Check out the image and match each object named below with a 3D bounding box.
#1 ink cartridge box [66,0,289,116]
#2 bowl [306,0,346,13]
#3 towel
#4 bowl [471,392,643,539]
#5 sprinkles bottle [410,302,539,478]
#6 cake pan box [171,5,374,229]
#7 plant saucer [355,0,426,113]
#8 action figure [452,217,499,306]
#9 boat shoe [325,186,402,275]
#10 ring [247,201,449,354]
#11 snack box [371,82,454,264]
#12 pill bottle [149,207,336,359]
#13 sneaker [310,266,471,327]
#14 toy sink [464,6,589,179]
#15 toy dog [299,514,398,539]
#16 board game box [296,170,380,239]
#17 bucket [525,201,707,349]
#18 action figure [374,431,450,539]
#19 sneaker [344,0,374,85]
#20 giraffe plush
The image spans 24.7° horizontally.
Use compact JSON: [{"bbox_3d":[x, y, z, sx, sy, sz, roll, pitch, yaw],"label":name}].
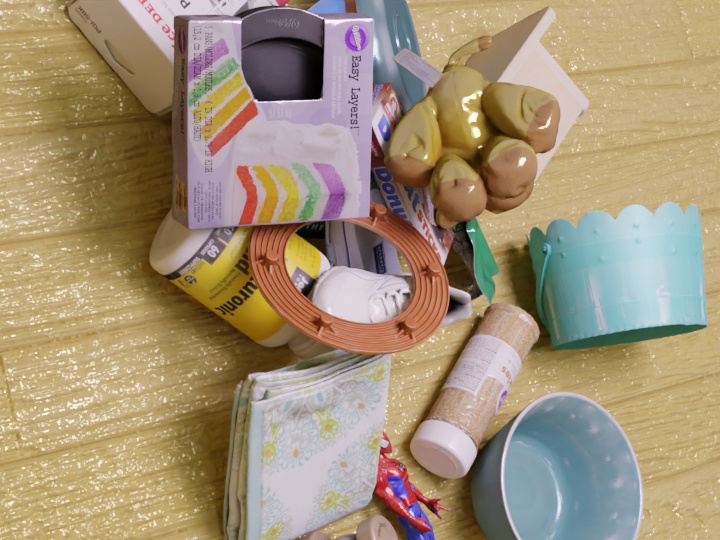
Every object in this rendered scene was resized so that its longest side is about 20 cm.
[{"bbox_3d":[-0.173,-0.276,1.654,0.147,0.083,0.200,50,54,-15],"label":"ink cartridge box"},{"bbox_3d":[-0.092,-0.203,1.618,0.039,0.200,0.201,53,54,-8],"label":"bowl"},{"bbox_3d":[-0.049,0.172,1.582,0.171,0.048,0.201,-15,125,-36],"label":"towel"},{"bbox_3d":[0.196,0.238,1.766,0.200,0.105,0.202,11,71,-34],"label":"bowl"},{"bbox_3d":[0.124,0.127,1.768,0.068,0.068,0.200,44,56,-18],"label":"sprinkles bottle"},{"bbox_3d":[-0.079,-0.143,1.507,0.183,0.052,0.201,-4,105,-24],"label":"cake pan box"},{"bbox_3d":[0.036,-0.241,1.757,0.200,0.027,0.201,-12,90,-76],"label":"plant saucer"},{"bbox_3d":[0.099,-0.068,1.775,0.118,0.054,0.201,-94,165,-69],"label":"action figure"},{"bbox_3d":[0.000,0.000,1.699,0.073,0.065,0.201,-22,121,-38],"label":"boat shoe"},{"bbox_3d":[-0.008,-0.004,1.549,0.199,0.019,0.201,13,45,-14],"label":"ring"},{"bbox_3d":[0.046,-0.088,1.665,0.200,0.024,0.072,65,32,-33],"label":"snack box"},{"bbox_3d":[-0.099,0.005,1.612,0.200,0.111,0.112,36,59,-23],"label":"pill bottle"},{"bbox_3d":[0.030,0.030,1.593,0.200,0.087,0.075,-8,96,-49],"label":"sneaker"},{"bbox_3d":[0.167,-0.178,1.847,0.112,0.130,0.200,46,54,-17],"label":"toy sink"},{"bbox_3d":[0.021,0.331,1.612,0.200,0.132,0.096,35,36,-13],"label":"toy dog"},{"bbox_3d":[-0.031,-0.095,1.687,0.199,0.136,0.028,4,32,-35],"label":"board game box"},{"bbox_3d":[0.292,0.010,1.845,0.206,0.207,0.136,-1,80,-36],"label":"bucket"},{"bbox_3d":[0.057,0.255,1.689,0.201,0.052,0.065,62,21,-4],"label":"action figure"},{"bbox_3d":[-0.013,-0.214,1.742,0.075,0.105,0.201,25,63,-25],"label":"sneaker"},{"bbox_3d":[0.113,-0.115,1.647,0.172,0.162,0.200,-30,56,-1],"label":"giraffe plush"}]
